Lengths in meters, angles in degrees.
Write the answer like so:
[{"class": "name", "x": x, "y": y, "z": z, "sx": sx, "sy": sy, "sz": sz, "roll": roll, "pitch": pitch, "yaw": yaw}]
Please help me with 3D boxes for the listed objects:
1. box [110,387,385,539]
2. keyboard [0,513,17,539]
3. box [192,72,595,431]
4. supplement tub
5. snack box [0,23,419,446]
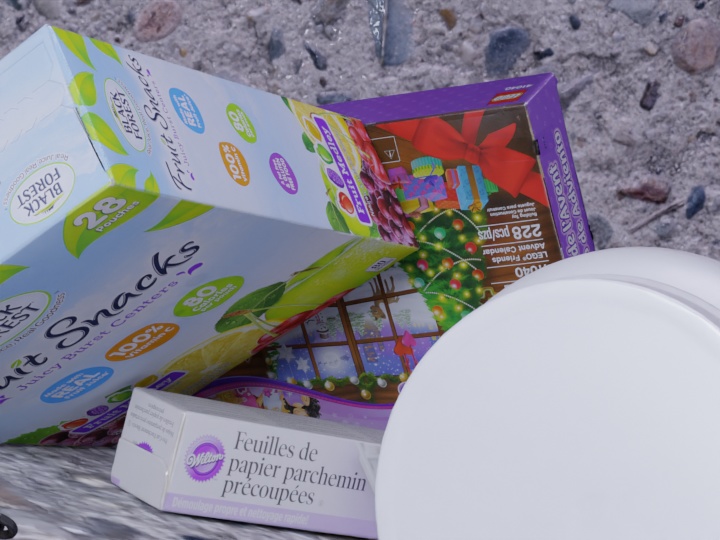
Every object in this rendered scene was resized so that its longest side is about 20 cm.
[{"class": "box", "x": -0.004, "y": 0.083, "z": 0.866, "sx": 0.200, "sy": 0.039, "sz": 0.041, "roll": 13, "pitch": 3, "yaw": -39}, {"class": "keyboard", "x": -0.169, "y": 0.063, "z": 0.599, "sx": 0.199, "sy": 0.021, "sz": 0.127, "roll": 17, "pitch": 4, "yaw": 9}, {"class": "box", "x": 0.000, "y": 0.000, "z": 0.904, "sx": 0.199, "sy": 0.137, "sz": 0.039, "roll": -6, "pitch": 21, "yaw": 28}, {"class": "supplement tub", "x": 0.099, "y": 0.068, "z": 0.677, "sx": 0.145, "sy": 0.145, "sz": 0.200, "roll": 17, "pitch": 4, "yaw": 24}, {"class": "snack box", "x": -0.101, "y": -0.002, "z": 0.792, "sx": 0.200, "sy": 0.168, "sz": 0.068, "roll": 11, "pitch": 50, "yaw": -58}]
